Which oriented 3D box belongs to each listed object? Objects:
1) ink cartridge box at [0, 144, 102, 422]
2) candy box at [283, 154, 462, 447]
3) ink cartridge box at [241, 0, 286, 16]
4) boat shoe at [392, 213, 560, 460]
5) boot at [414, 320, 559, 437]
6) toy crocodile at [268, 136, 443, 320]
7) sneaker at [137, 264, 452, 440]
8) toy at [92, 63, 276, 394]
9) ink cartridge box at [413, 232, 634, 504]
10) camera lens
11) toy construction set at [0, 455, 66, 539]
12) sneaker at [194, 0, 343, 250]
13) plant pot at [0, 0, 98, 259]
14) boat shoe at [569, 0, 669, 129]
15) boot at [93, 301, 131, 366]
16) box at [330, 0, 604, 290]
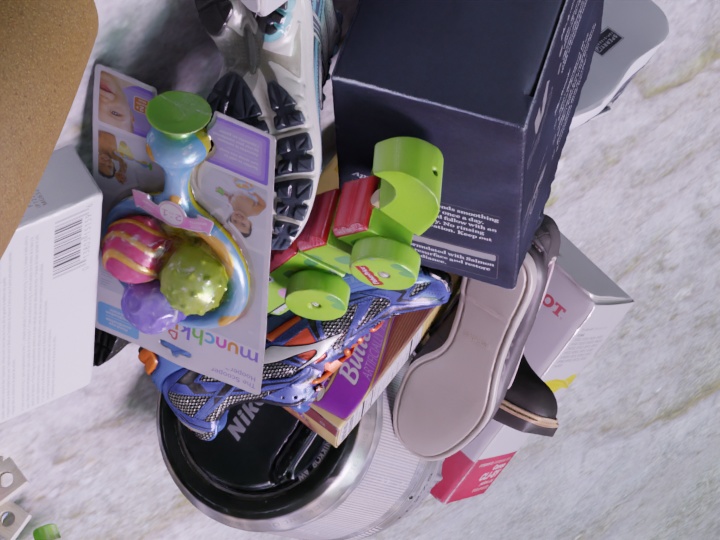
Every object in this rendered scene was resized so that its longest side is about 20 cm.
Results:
[{"bbox_3d":[-0.232,0.032,1.475,0.173,0.044,0.200,-23,152,-22],"label":"ink cartridge box"},{"bbox_3d":[0.000,0.000,1.695,0.200,0.117,0.056,-50,171,-15],"label":"candy box"},{"bbox_3d":[-0.005,-0.245,1.337,0.200,0.084,0.144,-39,159,-20],"label":"ink cartridge box"},{"bbox_3d":[0.081,0.045,1.691,0.057,0.067,0.200,-37,158,-46],"label":"boat shoe"},{"bbox_3d":[0.095,0.011,1.847,0.077,0.200,0.138,16,113,-53],"label":"boot"},{"bbox_3d":[-0.012,-0.021,1.491,0.200,0.062,0.068,-26,-135,55],"label":"toy crocodile"},{"bbox_3d":[-0.034,0.045,1.618,0.200,0.079,0.075,-21,-177,10],"label":"sneaker"},{"bbox_3d":[-0.110,-0.011,1.469,0.047,0.115,0.200,-49,155,-45],"label":"toy"},{"bbox_3d":[0.086,0.052,1.960,0.200,0.145,0.083,-53,159,19],"label":"ink cartridge box"},{"bbox_3d":[-0.038,0.105,1.807,0.160,0.160,0.200,-48,159,7],"label":"camera lens"},{"bbox_3d":[-0.237,0.199,1.698,0.131,0.092,0.200,-20,149,1],"label":"toy construction set"},{"bbox_3d":[-0.039,-0.110,1.454,0.086,0.077,0.200,-32,129,-53],"label":"sneaker"},{"bbox_3d":[-0.212,-0.068,1.176,0.200,0.186,0.187,-51,163,-27],"label":"plant pot"},{"bbox_3d":[0.134,-0.123,1.722,0.200,0.072,0.068,-40,164,-50],"label":"boat shoe"},{"bbox_3d":[-0.104,-0.032,1.585,0.131,0.068,0.200,-30,162,-45],"label":"boot"},{"bbox_3d":[0.068,-0.128,1.535,0.200,0.117,0.197,88,19,-63],"label":"box"}]
